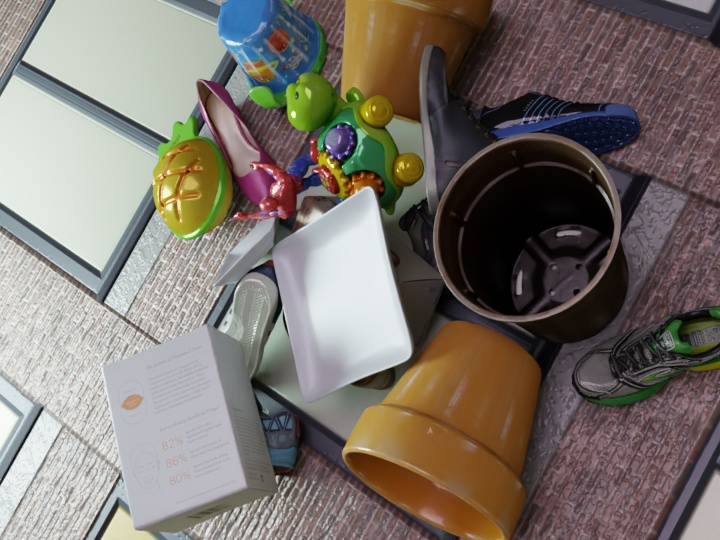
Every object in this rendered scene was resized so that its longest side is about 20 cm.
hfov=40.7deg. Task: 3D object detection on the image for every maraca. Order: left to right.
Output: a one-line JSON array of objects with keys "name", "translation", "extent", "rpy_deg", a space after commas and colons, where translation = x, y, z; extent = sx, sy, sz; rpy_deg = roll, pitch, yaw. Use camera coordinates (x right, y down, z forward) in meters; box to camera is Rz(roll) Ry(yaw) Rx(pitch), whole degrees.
[{"name": "maraca", "translation": [-0.247, -0.133, 1.391], "extent": [0.137, 0.106, 0.202], "rpy_deg": [-46, 50, 20]}]

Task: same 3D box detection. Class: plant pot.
[{"name": "plant pot", "translation": [0.055, -0.294, 1.257], "extent": [0.197, 0.199, 0.187], "rpy_deg": [19, 98, 30]}, {"name": "plant pot", "translation": [0.107, 0.167, 1.066], "extent": [0.197, 0.201, 0.185], "rpy_deg": [16, 65, 30]}, {"name": "plant pot", "translation": [0.206, -0.017, 1.069], "extent": [0.196, 0.198, 0.205], "rpy_deg": [-9, 69, 24]}]

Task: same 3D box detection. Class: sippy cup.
[{"name": "sippy cup", "translation": [-0.135, -0.334, 1.388], "extent": [0.139, 0.130, 0.179], "rpy_deg": [-41, 59, 7]}]

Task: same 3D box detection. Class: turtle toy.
[{"name": "turtle toy", "translation": [-0.015, -0.153, 1.185], "extent": [0.100, 0.145, 0.202], "rpy_deg": [-32, 96, -17]}]

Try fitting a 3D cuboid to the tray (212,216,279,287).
[{"name": "tray", "translation": [-0.141, -0.031, 1.281], "extent": [0.022, 0.200, 0.107], "rpy_deg": [44, 97, -10]}]

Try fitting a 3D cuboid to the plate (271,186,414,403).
[{"name": "plate", "translation": [-0.019, 0.032, 1.135], "extent": [0.199, 0.032, 0.204], "rpy_deg": [-28, 69, 44]}]

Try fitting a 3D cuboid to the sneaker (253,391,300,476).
[{"name": "sneaker", "translation": [-0.164, 0.201, 1.262], "extent": [0.196, 0.079, 0.097], "rpy_deg": [10, 72, 19]}]

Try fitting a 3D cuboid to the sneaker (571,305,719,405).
[{"name": "sneaker", "translation": [0.318, 0.083, 1.045], "extent": [0.197, 0.085, 0.079], "rpy_deg": [-26, 63, 17]}]

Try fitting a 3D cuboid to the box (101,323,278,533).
[{"name": "box", "translation": [-0.205, 0.192, 1.172], "extent": [0.150, 0.106, 0.204], "rpy_deg": [-21, 70, 10]}]

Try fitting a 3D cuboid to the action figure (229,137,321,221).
[{"name": "action figure", "translation": [-0.107, -0.116, 1.262], "extent": [0.097, 0.200, 0.067], "rpy_deg": [2, 114, 15]}]

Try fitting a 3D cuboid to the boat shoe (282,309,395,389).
[{"name": "boat shoe", "translation": [-0.029, 0.092, 1.228], "extent": [0.074, 0.066, 0.200], "rpy_deg": [-52, 46, 4]}]

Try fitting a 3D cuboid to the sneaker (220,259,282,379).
[{"name": "sneaker", "translation": [-0.142, 0.071, 1.277], "extent": [0.074, 0.085, 0.202], "rpy_deg": [30, 125, 1]}]

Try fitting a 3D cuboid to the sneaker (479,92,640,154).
[{"name": "sneaker", "translation": [0.238, -0.185, 1.185], "extent": [0.196, 0.071, 0.079], "rpy_deg": [-6, 53, 14]}]

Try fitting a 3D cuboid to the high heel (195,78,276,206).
[{"name": "high heel", "translation": [-0.179, -0.183, 1.378], "extent": [0.067, 0.096, 0.203], "rpy_deg": [-27, 63, 15]}]

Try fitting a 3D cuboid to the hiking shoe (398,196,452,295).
[{"name": "hiking shoe", "translation": [0.095, -0.075, 1.216], "extent": [0.099, 0.076, 0.204], "rpy_deg": [10, 78, 25]}]

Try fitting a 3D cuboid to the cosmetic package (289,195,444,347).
[{"name": "cosmetic package", "translation": [0.000, 0.000, 1.203], "extent": [0.199, 0.086, 0.105], "rpy_deg": [40, 119, 37]}]

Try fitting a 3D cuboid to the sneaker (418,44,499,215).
[{"name": "sneaker", "translation": [0.125, -0.170, 1.153], "extent": [0.104, 0.075, 0.205], "rpy_deg": [-5, 85, 7]}]
